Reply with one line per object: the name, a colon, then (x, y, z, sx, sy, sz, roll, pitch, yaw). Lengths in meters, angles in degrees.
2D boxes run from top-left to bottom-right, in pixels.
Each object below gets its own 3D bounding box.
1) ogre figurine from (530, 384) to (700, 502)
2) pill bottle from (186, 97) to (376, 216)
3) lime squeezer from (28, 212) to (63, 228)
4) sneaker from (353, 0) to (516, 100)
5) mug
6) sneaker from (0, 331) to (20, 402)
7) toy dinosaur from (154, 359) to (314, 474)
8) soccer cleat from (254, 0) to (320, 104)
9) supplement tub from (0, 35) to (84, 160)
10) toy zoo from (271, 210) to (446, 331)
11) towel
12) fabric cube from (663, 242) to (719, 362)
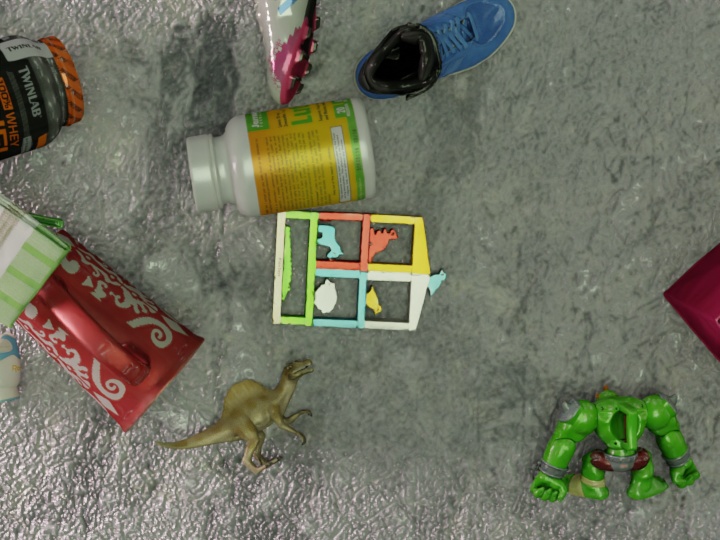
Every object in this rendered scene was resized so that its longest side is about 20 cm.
ogre figurine: (0.297, 0.201, 1.724, 0.197, 0.098, 0.122, 4, 108, 6)
pill bottle: (-0.087, -0.120, 1.644, 0.197, 0.111, 0.113, -9, 98, -4)
lime squeezer: (-0.427, -0.060, 1.627, 0.197, 0.071, 0.038, 3, 121, -24)
sneaker: (0.088, -0.245, 1.644, 0.198, 0.111, 0.078, -23, 98, -2)
mug: (-0.279, 0.053, 1.626, 0.200, 0.177, 0.134, 42, 60, -4)
sneaker: (-0.476, 0.103, 1.662, 0.197, 0.076, 0.082, 3, 88, -11)
toy dinosaur: (-0.128, 0.179, 1.714, 0.199, 0.058, 0.102, -31, 84, -8)
soccer cleat: (-0.087, -0.287, 1.654, 0.085, 0.070, 0.203, 14, 93, 10)
supplement tub: (-0.401, -0.174, 1.585, 0.198, 0.122, 0.124, -23, 99, -24)
toy zoo: (0.000, 0.000, 1.711, 0.197, 0.020, 0.133, 2, 96, -5)
towel: (-0.405, -0.042, 1.527, 0.199, 0.031, 0.149, 37, 129, -12)
fabric cube: (0.492, 0.043, 1.669, 0.200, 0.199, 0.196, -44, 97, 1)
